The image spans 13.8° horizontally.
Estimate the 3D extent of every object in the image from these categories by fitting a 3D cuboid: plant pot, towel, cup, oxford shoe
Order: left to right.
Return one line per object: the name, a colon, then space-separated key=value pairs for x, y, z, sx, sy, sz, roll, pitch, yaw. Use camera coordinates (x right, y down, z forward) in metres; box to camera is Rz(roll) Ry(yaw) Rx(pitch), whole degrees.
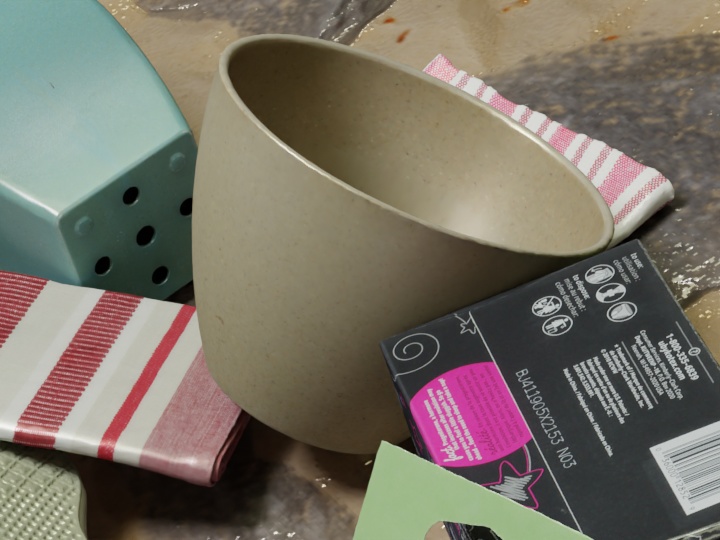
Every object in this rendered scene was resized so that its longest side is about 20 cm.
oxford shoe: x=-0.156 y=0.134 z=1.375 sx=0.075 sy=0.058 sz=0.200 roll=0 pitch=34 yaw=-27
plant pot: x=-0.170 y=-0.058 z=1.595 sx=0.141 sy=0.142 sz=0.200 roll=-35 pitch=45 yaw=-20
towel: x=-0.147 y=0.049 z=1.453 sx=0.199 sy=0.023 sz=0.144 roll=11 pitch=28 yaw=9
cup: x=0.000 y=0.000 z=1.391 sx=0.199 sy=0.144 sz=0.200 roll=22 pitch=21 yaw=-9
towel: x=0.048 y=-0.039 z=1.545 sx=0.146 sy=0.030 sz=0.200 roll=-36 pitch=38 yaw=-19

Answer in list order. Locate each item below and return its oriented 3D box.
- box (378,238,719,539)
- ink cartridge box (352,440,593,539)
box: x=0.106 y=0.102 z=1.253 sx=0.132 sy=0.115 sz=0.200 roll=-21 pitch=36 yaw=-3
ink cartridge box: x=0.013 y=0.181 z=1.143 sx=0.048 sy=0.201 sz=0.145 roll=6 pitch=11 yaw=-44
